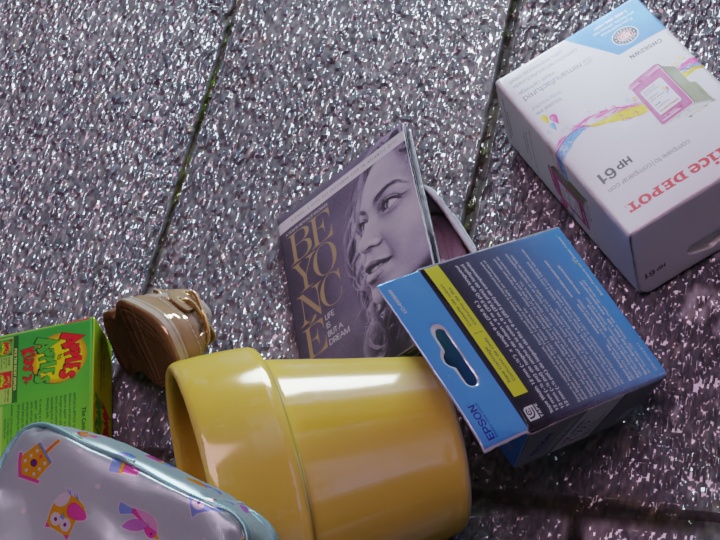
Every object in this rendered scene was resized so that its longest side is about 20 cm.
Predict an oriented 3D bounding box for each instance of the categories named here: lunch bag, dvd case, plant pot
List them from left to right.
[{"bbox_3d":[-0.163,0.198,1.260,0.198,0.077,0.162,21,88,23],"label":"lunch bag"},{"bbox_3d":[-0.028,0.145,1.399,0.187,0.202,0.202,-12,52,-13],"label":"plant pot"},{"bbox_3d":[0.000,0.000,1.545,0.148,0.016,0.201,-36,46,30],"label":"dvd case"}]

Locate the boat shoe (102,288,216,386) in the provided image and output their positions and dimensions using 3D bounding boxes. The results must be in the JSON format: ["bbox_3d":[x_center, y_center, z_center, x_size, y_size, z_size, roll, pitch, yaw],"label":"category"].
[{"bbox_3d":[-0.148,0.043,1.515,0.069,0.074,0.200,-24,9,-17],"label":"boat shoe"}]

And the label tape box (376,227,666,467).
[{"bbox_3d":[0.106,0.060,1.405,0.199,0.066,0.144,-18,64,-41],"label":"label tape box"}]

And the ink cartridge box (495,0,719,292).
[{"bbox_3d":[0.222,-0.101,1.556,0.144,0.085,0.200,-31,55,-8],"label":"ink cartridge box"}]

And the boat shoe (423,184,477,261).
[{"bbox_3d":[0.074,0.022,1.523,0.074,0.065,0.203,-19,53,2],"label":"boat shoe"}]

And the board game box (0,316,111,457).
[{"bbox_3d":[-0.250,0.140,1.542,0.100,0.048,0.202,-11,54,8],"label":"board game box"}]
